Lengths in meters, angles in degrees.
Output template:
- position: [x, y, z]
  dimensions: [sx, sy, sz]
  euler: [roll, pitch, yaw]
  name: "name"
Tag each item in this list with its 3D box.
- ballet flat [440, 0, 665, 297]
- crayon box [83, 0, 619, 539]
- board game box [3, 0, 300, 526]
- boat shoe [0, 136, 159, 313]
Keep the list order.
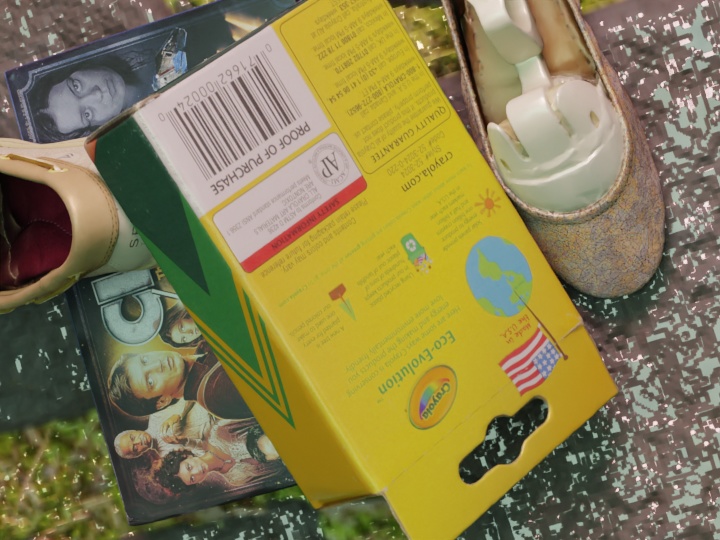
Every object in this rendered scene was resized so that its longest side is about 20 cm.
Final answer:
- position: [0.063, -0.081, 0.861]
  dimensions: [0.068, 0.067, 0.201]
  euler: [-23, 88, 14]
  name: "ballet flat"
- position: [0.000, 0.000, 0.843]
  dimensions: [0.201, 0.127, 0.051]
  euler: [58, 146, -6]
  name: "crayon box"
- position: [-0.059, -0.006, 0.916]
  dimensions: [0.135, 0.035, 0.201]
  euler: [-16, 90, 16]
  name: "board game box"
- position: [-0.156, -0.018, 0.894]
  dimensions: [0.199, 0.066, 0.074]
  euler: [-13, 91, 42]
  name: "boat shoe"
